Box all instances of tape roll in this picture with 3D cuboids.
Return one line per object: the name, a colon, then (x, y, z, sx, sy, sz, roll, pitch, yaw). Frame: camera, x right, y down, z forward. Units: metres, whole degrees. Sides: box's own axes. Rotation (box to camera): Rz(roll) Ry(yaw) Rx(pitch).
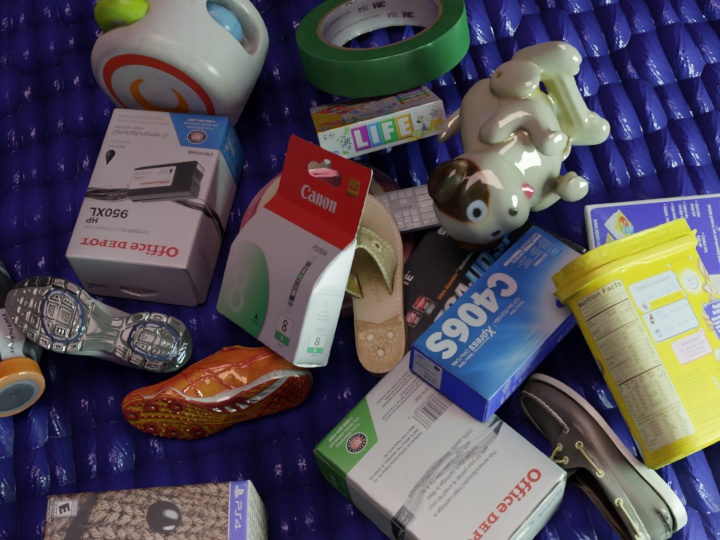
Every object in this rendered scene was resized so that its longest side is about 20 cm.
tape roll: (0.026, -0.272, 1.447, 0.198, 0.048, 0.201, -10, 36, 7)

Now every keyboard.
keyboard: (0.095, -0.074, 1.331, 0.198, 0.011, 0.057, -11, 57, -2)

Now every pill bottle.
pill bottle: (-0.406, 0.059, 1.327, 0.106, 0.107, 0.200, -31, 60, -10)

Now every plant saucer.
plant saucer: (-0.039, -0.045, 1.366, 0.198, 0.051, 0.202, -4, 60, 7)

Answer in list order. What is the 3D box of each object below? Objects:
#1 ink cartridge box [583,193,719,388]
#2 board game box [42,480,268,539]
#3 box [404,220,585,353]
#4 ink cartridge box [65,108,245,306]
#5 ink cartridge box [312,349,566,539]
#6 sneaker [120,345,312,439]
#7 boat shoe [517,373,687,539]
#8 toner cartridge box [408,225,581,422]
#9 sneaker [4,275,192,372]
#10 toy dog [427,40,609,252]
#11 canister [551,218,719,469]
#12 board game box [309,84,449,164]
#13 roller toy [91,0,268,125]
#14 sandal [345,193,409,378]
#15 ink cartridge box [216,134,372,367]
ink cartridge box: (0.339, 0.016, 1.278, 0.198, 0.043, 0.200, -6, 60, 7)
board game box: (-0.191, 0.294, 1.164, 0.198, 0.097, 0.161, -6, 60, 5)
box: (0.120, 0.028, 1.302, 0.158, 0.046, 0.200, 29, 67, 22)
ink cartridge box: (-0.226, -0.073, 1.389, 0.143, 0.084, 0.202, 5, 62, 12)
ink cartridge box: (0.077, 0.197, 1.189, 0.146, 0.083, 0.200, -43, 63, -17)
sneaker: (-0.148, 0.120, 1.286, 0.198, 0.073, 0.077, -12, 43, -6)
boat shoe: (0.218, 0.182, 1.184, 0.060, 0.072, 0.202, -36, 65, -18)
toner cartridge box: (0.145, 0.048, 1.215, 0.095, 0.043, 0.200, 35, 59, 21)
sneaker: (-0.273, 0.066, 1.295, 0.198, 0.087, 0.075, 21, 76, -3)
toy dog: (0.141, -0.118, 1.272, 0.192, 0.140, 0.201, 7, 52, 28)
canister: (0.285, 0.068, 1.166, 0.148, 0.087, 0.201, -17, 75, -28)
board game box: (0.015, -0.166, 1.363, 0.133, 0.035, 0.200, -15, 15, -1)
roller toy: (-0.204, -0.253, 1.435, 0.181, 0.200, 0.141, 19, 63, 3)
sandal: (0.006, -0.002, 1.257, 0.077, 0.070, 0.213, -15, 67, 8)
ink cartridge box: (-0.070, -0.025, 1.253, 0.050, 0.202, 0.161, 3, 16, -37)
